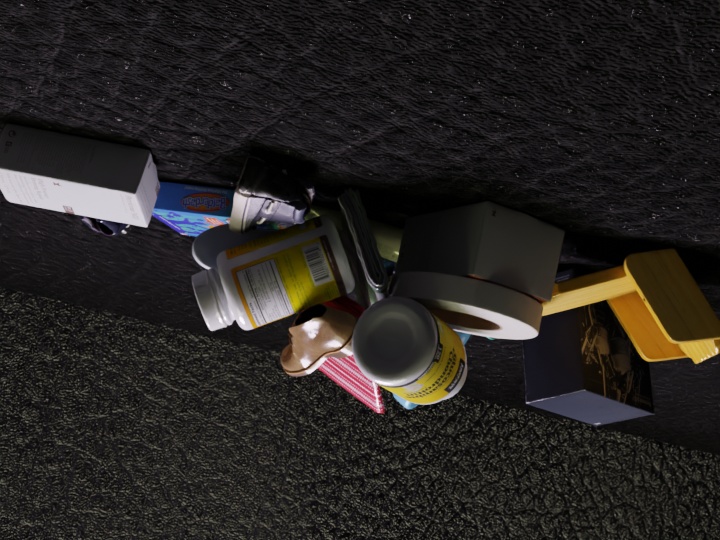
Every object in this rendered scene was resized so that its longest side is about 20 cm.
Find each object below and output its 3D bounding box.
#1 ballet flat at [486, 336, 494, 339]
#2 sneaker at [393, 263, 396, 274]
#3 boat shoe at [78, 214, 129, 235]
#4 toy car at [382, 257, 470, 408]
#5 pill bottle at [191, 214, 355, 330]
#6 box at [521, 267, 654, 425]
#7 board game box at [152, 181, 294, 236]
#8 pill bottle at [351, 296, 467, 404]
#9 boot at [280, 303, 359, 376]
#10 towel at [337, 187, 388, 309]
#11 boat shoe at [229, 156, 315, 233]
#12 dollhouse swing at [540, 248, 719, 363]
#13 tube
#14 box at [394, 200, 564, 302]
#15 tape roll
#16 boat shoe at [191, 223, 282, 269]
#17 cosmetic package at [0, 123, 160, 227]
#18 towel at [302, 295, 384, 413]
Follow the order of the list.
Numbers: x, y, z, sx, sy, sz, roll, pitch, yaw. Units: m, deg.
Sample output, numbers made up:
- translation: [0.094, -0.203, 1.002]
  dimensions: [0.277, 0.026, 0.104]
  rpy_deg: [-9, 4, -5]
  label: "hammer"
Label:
- translation: [0.151, 0.017, 1.879]
  dimensions: [0.200, 0.068, 0.067]
  rpy_deg: [39, 121, -5]
  label: "ballet flat"
- translation: [0.041, -0.008, 1.938]
  dimensions: [0.199, 0.071, 0.093]
  rpy_deg: [7, -150, -44]
  label: "sneaker"
- translation: [-0.347, -0.089, 1.824]
  dimensions: [0.074, 0.093, 0.200]
  rpy_deg: [8, 169, 18]
  label: "boat shoe"
- translation: [0.077, 0.081, 1.866]
  dimensions: [0.184, 0.177, 0.200]
  rpy_deg: [40, -163, 19]
  label: "toy car"
- translation: [-0.115, 0.009, 1.653]
  dimensions: [0.199, 0.110, 0.109]
  rpy_deg: [-20, 169, -1]
  label: "pill bottle"
- translation: [0.331, 0.116, 1.851]
  dimensions: [0.104, 0.183, 0.199]
  rpy_deg: [-17, 155, 38]
  label: "box"
- translation: [-0.198, -0.080, 1.835]
  dimensions: [0.199, 0.045, 0.152]
  rpy_deg: [7, 168, 19]
  label: "board game box"
- translation: [0.072, 0.109, 1.615]
  dimensions: [0.111, 0.113, 0.200]
  rpy_deg: [7, 168, 23]
  label: "pill bottle"
- translation: [-0.068, 0.086, 1.681]
  dimensions: [0.075, 0.074, 0.200]
  rpy_deg: [32, 151, -17]
  label: "boot"
- translation: [0.000, 0.000, 1.670]
  dimensions: [0.030, 0.150, 0.200]
  rpy_deg: [-14, 156, -9]
  label: "towel"
- translation: [-0.112, -0.080, 1.611]
  dimensions: [0.092, 0.075, 0.200]
  rpy_deg: [20, 168, -2]
  label: "boat shoe"
- translation: [0.343, 0.073, 1.658]
  dimensions: [0.175, 0.182, 0.200]
  rpy_deg: [-29, 170, -4]
  label: "dollhouse swing"
- translation: [0.006, -0.053, 1.771]
  dimensions: [0.199, 0.058, 0.052]
  rpy_deg: [18, -149, -5]
  label: "tube"
- translation: [0.150, -0.017, 1.642]
  dimensions: [0.124, 0.098, 0.200]
  rpy_deg: [18, 168, -26]
  label: "box"
- translation: [0.133, 0.046, 1.622]
  dimensions: [0.201, 0.037, 0.203]
  rpy_deg: [12, 169, 2]
  label: "tape roll"
- translation: [-0.135, -0.028, 1.757]
  dimensions: [0.201, 0.075, 0.086]
  rpy_deg: [-6, 170, -14]
  label: "boat shoe"
- translation: [-0.374, -0.124, 1.675]
  dimensions: [0.199, 0.074, 0.102]
  rpy_deg: [12, 156, 6]
  label: "cosmetic package"
- translation: [-0.026, 0.097, 1.758]
  dimensions: [0.144, 0.022, 0.201]
  rpy_deg: [34, 149, 37]
  label: "towel"
